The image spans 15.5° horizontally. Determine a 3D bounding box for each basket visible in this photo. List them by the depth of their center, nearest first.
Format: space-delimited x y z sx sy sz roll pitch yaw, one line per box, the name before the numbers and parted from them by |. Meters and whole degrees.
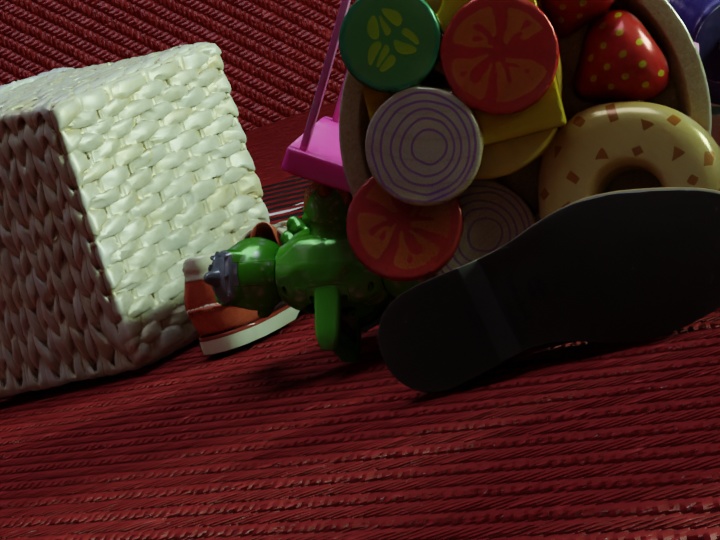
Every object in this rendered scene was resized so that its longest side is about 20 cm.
basket | -0.183 -0.037 1.785 0.160 0.199 0.200 -11 10 37

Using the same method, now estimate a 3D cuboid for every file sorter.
file sorter | 0.078 -0.092 1.440 0.199 0.126 0.139 18 12 4

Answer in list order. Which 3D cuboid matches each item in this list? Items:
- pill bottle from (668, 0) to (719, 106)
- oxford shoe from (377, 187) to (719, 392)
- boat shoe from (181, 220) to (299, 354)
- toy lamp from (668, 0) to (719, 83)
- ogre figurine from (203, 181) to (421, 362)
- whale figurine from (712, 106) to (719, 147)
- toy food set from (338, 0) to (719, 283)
pill bottle | 0.242 -0.156 1.585 0.111 0.112 0.199 -24 13 -36
oxford shoe | 0.107 0.002 1.268 0.199 0.072 0.071 -17 2 28
boat shoe | -0.057 -0.001 1.723 0.071 0.063 0.200 -17 6 28
toy lamp | 0.232 -0.107 1.453 0.058 0.059 0.200 -21 34 -16
ogre figurine | 0.000 0.000 1.468 0.199 0.099 0.120 17 5 16
whale figurine | 0.264 -0.136 1.723 0.199 0.104 0.159 -13 9 30
toy food set | 0.081 -0.070 1.346 0.197 0.201 0.049 -15 1 9
